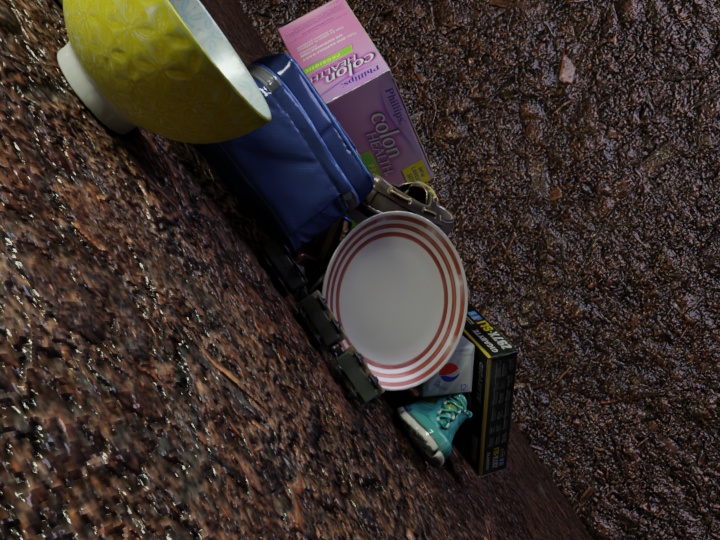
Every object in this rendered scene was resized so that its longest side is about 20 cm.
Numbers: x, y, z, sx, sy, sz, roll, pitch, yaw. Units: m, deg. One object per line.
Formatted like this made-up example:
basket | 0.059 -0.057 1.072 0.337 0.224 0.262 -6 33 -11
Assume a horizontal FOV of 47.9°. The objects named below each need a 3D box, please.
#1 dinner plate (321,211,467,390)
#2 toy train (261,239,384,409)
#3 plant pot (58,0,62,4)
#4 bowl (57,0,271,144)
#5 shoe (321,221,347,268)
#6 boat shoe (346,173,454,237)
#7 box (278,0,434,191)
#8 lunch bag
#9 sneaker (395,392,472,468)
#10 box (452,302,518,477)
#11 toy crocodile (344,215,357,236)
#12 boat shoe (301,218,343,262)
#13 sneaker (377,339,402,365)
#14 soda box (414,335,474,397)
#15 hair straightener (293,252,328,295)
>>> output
dinner plate | 0.039 0.034 0.915 0.200 0.200 0.024 53 -24 -20
toy train | -0.039 0.056 0.832 0.200 0.034 0.046 56 -4 6
plant pot | -0.234 -0.347 0.737 0.200 0.177 0.200 50 9 -41
bowl | -0.171 -0.171 0.640 0.201 0.107 0.200 55 6 -9
shoe | -0.052 -0.045 1.168 0.200 0.070 0.054 -118 -144 -76
boat shoe | 0.062 -0.076 0.983 0.072 0.060 0.200 40 20 32
box | -0.007 -0.211 1.026 0.176 0.096 0.200 60 3 -46
lunch bag | -0.075 -0.124 0.867 0.200 0.132 0.136 54 -11 -22
sneaker | 0.093 0.176 0.987 0.078 0.079 0.200 56 7 -2
box | 0.145 0.151 1.103 0.160 0.049 0.201 -128 -148 -53
toy crocodile | 0.000 0.000 1.070 0.068 0.061 0.201 -112 -163 -53
boat shoe | -0.075 -0.065 1.017 0.075 0.075 0.202 18 11 -16
sneaker | 0.036 0.032 0.985 0.200 0.077 0.085 -66 149 -41
soda box | 0.077 0.095 1.062 0.200 0.068 0.064 -137 -134 -67
hair straightener | -0.036 0.027 0.959 0.077 0.041 0.200 43 -2 11
